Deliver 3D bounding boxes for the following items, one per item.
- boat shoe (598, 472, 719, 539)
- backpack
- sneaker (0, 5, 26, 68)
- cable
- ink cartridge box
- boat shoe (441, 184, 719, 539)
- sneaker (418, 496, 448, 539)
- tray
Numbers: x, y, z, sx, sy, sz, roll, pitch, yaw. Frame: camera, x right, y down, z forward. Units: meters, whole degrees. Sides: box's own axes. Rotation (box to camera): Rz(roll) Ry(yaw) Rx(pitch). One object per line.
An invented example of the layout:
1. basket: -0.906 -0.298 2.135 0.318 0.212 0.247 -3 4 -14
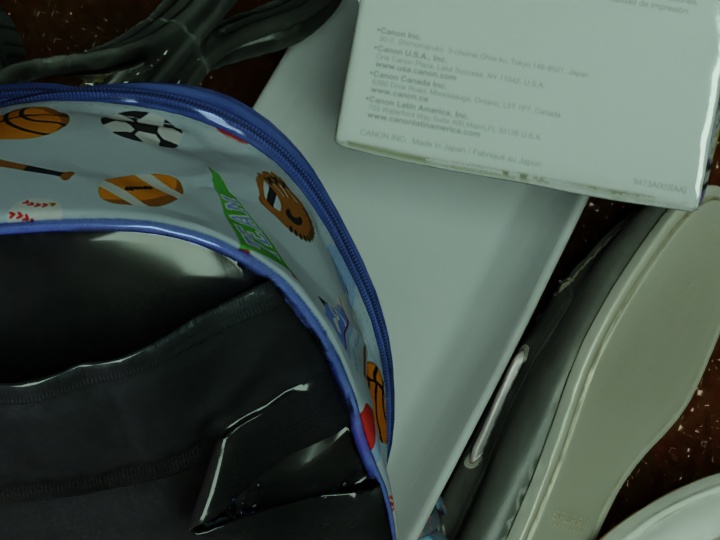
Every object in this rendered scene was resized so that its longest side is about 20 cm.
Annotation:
1. boat shoe: 0.158 0.102 0.870 0.200 0.069 0.071 -12 110 -24
2. backpack: -0.085 0.042 0.669 0.190 0.154 0.200 -9 125 12
3. sneaker: -0.156 -0.004 0.806 0.076 0.091 0.200 -10 122 -49
4. cable: -0.073 -0.055 0.786 0.200 0.050 0.097 -60 137 -31
5. ink cartridge box: 0.065 -0.125 0.786 0.109 0.050 0.200 11 95 9
6. boat shoe: 0.057 0.057 0.869 0.067 0.057 0.200 31 82 -49
7. sneaker: -0.005 0.067 0.814 0.096 0.079 0.200 -41 75 -14
8. tray: 0.000 0.000 0.813 0.107 0.022 0.200 23 57 9
